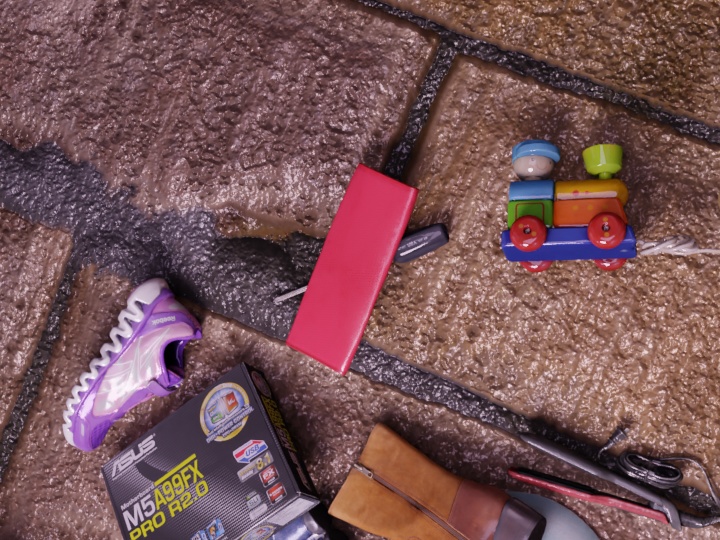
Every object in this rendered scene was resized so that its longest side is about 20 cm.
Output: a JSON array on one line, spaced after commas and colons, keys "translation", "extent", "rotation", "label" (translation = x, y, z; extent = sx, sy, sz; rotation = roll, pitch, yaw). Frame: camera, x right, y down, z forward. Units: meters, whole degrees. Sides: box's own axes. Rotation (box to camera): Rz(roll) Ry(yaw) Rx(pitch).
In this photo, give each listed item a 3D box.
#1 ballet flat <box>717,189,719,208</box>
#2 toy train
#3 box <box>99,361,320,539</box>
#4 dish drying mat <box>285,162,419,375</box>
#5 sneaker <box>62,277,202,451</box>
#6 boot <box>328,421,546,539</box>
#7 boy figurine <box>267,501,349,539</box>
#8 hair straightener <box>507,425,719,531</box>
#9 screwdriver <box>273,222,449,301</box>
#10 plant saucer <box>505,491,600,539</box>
[{"translation": [0.411, -0.029, 0.917], "extent": [0.200, 0.063, 0.069], "rotation": [33, 96, 15], "label": "ballet flat"}, {"translation": [0.233, -0.066, 0.966], "extent": [0.199, 0.085, 0.116], "rotation": [-2, 73, 16], "label": "toy train"}, {"translation": [-0.156, 0.215, 1.047], "extent": [0.200, 0.044, 0.161], "rotation": [-36, 58, 11], "label": "box"}, {"translation": [-0.008, -0.001, 1.038], "extent": [0.077, 0.018, 0.201], "rotation": [26, 101, 22], "label": "dish drying mat"}, {"translation": [-0.234, 0.111, 1.088], "extent": [0.088, 0.080, 0.201], "rotation": [32, 95, 7], "label": "sneaker"}, {"translation": [0.047, 0.264, 0.972], "extent": [0.199, 0.068, 0.189], "rotation": [23, 87, 30], "label": "boot"}, {"translation": [-0.107, 0.311, 1.046], "extent": [0.200, 0.064, 0.125], "rotation": [-37, 81, 8], "label": "boy figurine"}, {"translation": [0.242, 0.185, 0.964], "extent": [0.199, 0.041, 0.077], "rotation": [17, 92, 16], "label": "hair straightener"}, {"translation": [0.000, 0.000, 1.056], "extent": [0.199, 0.028, 0.029], "rotation": [-27, 109, 19], "label": "screwdriver"}, {"translation": [0.145, 0.314, 0.986], "extent": [0.200, 0.039, 0.202], "rotation": [-1, 87, 17], "label": "plant saucer"}]
